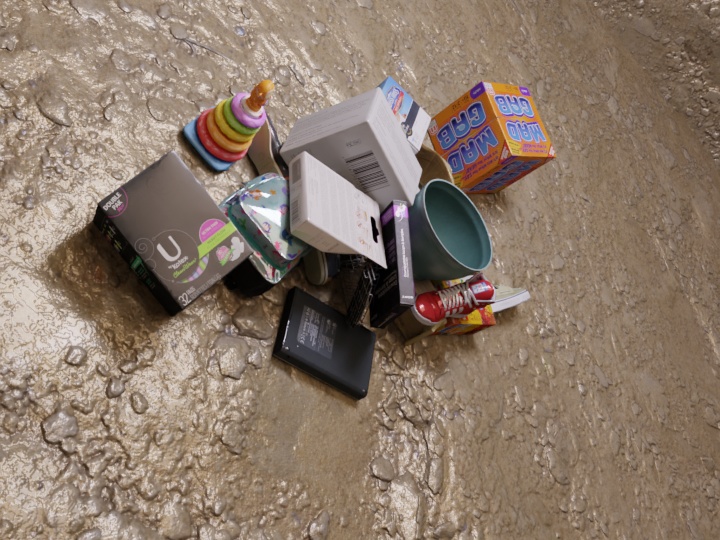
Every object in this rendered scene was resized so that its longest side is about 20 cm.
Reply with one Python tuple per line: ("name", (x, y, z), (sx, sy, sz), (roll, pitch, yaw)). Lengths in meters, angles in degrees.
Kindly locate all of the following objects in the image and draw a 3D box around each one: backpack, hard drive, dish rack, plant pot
("backpack", (-0.163, -0.076, 1.356), (0.178, 0.150, 0.200), (52, 37, -6))
("hard drive", (-0.060, 0.134, 1.411), (0.199, 0.033, 0.140), (32, 48, -27))
("dish rack", (0.000, 0.000, 1.438), (0.054, 0.154, 0.201), (2, 47, -18))
("plant pot", (0.147, -0.061, 1.527), (0.200, 0.134, 0.202), (29, 44, -33))

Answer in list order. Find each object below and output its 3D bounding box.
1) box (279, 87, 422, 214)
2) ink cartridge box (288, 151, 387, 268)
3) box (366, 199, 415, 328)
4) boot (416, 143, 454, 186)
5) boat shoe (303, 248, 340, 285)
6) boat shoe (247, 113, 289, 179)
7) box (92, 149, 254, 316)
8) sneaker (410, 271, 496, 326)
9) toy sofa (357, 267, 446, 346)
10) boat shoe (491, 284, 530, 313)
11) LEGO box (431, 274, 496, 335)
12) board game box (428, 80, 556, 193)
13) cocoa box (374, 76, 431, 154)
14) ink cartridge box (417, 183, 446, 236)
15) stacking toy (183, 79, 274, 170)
("box", (-0.014, -0.211, 1.485), (0.200, 0.199, 0.131), (59, 31, -30))
("ink cartridge box", (-0.041, -0.096, 1.357), (0.199, 0.050, 0.162), (32, 39, -40))
("box", (0.052, -0.009, 1.424), (0.036, 0.143, 0.202), (4, 67, -21))
("boot", (0.173, -0.223, 1.761), (0.200, 0.073, 0.155), (50, 13, 33))
("boat shoe", (-0.075, -0.075, 1.458), (0.062, 0.074, 0.202), (-10, 96, -40))
("boat shoe", (-0.170, -0.225, 1.484), (0.062, 0.071, 0.201), (-10, 76, -53))
("box", (-0.293, -0.054, 1.195), (0.148, 0.124, 0.201), (-41, 97, -23))
("sneaker", (0.190, 0.054, 1.515), (0.199, 0.112, 0.072), (-6, 70, -49))
("toy sofa", (0.090, 0.043, 1.571), (0.201, 0.083, 0.097), (57, 37, -2))
("boat shoe", (0.326, 0.063, 1.796), (0.199, 0.072, 0.062), (-13, 79, -44))
("LEGO box", (0.199, 0.036, 1.684), (0.148, 0.077, 0.202), (4, 65, -43))
("board game box", (0.324, -0.326, 1.921), (0.199, 0.199, 0.201), (-6, 72, -45))
("cocoa box", (0.024, -0.276, 1.603), (0.131, 0.200, 0.134), (41, 43, -18))
("ink cartridge box", (0.134, -0.139, 1.694), (0.162, 0.050, 0.201), (42, 24, -19))
("stacking toy", (-0.212, -0.278, 1.376), (0.110, 0.200, 0.116), (48, 42, -11))
